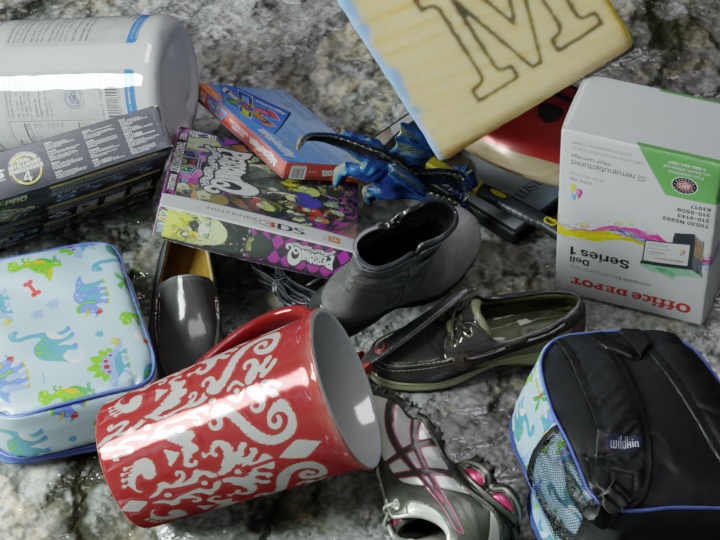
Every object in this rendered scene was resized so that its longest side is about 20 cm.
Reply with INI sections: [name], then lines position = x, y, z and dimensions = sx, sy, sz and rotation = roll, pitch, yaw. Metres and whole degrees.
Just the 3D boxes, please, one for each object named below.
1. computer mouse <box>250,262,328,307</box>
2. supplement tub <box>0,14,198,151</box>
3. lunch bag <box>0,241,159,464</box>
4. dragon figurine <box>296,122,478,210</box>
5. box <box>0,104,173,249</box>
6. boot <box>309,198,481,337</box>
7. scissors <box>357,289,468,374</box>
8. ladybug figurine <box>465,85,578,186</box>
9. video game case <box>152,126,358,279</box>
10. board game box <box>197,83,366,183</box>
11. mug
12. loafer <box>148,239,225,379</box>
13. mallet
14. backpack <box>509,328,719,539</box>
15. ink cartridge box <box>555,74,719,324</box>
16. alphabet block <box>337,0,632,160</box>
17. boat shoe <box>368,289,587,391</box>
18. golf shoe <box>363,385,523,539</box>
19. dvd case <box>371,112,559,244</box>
[computer mouse]
position = 0.000, 0.000, 1.768
dimensions = 0.199, 0.046, 0.140
rotation = -19, 26, -23
[supplement tub]
position = -0.269, -0.181, 1.877
dimensions = 0.199, 0.132, 0.132
rotation = 1, 43, 16
[lunch bag]
position = -0.264, 0.069, 1.669
dimensions = 0.160, 0.083, 0.201
rotation = -13, 45, -13
[dragon figurine]
position = 0.030, -0.096, 1.741
dimensions = 0.099, 0.200, 0.059
rotation = -2, 67, 34
[box]
position = -0.279, -0.078, 1.770
dimensions = 0.199, 0.161, 0.049
rotation = -19, 81, -17
[boot]
position = 0.055, -0.020, 1.637
dimensions = 0.070, 0.132, 0.200
rotation = 48, 52, 8
[scissors]
position = 0.011, 0.080, 1.656
dimensions = 0.199, 0.014, 0.073
rotation = -25, 38, 4
[ladybug figurine]
position = 0.172, -0.139, 1.836
dimensions = 0.199, 0.072, 0.136
rotation = 22, 31, 19
[video game case]
position = -0.091, -0.063, 1.762
dimensions = 0.180, 0.036, 0.200
rotation = 14, 24, -5
[board game box]
position = -0.074, -0.133, 1.865
dimensions = 0.102, 0.020, 0.200
rotation = 3, 24, -32
[mug]
position = -0.095, 0.122, 1.560
dimensions = 0.199, 0.134, 0.178
rotation = -21, 6, 14
[loafer]
position = -0.157, 0.031, 1.712
dimensions = 0.072, 0.073, 0.201
rotation = -6, 44, -4
[mallet]
position = 0.101, -0.074, 1.818
dimensions = 0.200, 0.041, 0.066
rotation = 35, 54, 27
[backpack]
position = 0.209, 0.151, 1.511
dimensions = 0.182, 0.148, 0.201
rotation = 1, 43, -22
[ink cartridge box]
position = 0.252, -0.060, 1.704
dimensions = 0.144, 0.201, 0.084
rotation = 14, 48, 16
[alphabet block]
position = 0.101, -0.253, 1.724
dimensions = 0.199, 0.197, 0.196
rotation = -30, 23, 11
[boat shoe]
position = 0.101, 0.052, 1.685
dimensions = 0.199, 0.066, 0.072
rotation = -9, 47, -5
[golf shoe]
position = 0.040, 0.167, 1.566
dimensions = 0.088, 0.077, 0.200
rotation = -38, 54, -24
[dvd case]
position = 0.123, -0.110, 1.890
dimensions = 0.200, 0.018, 0.142
rotation = 34, 53, 31
